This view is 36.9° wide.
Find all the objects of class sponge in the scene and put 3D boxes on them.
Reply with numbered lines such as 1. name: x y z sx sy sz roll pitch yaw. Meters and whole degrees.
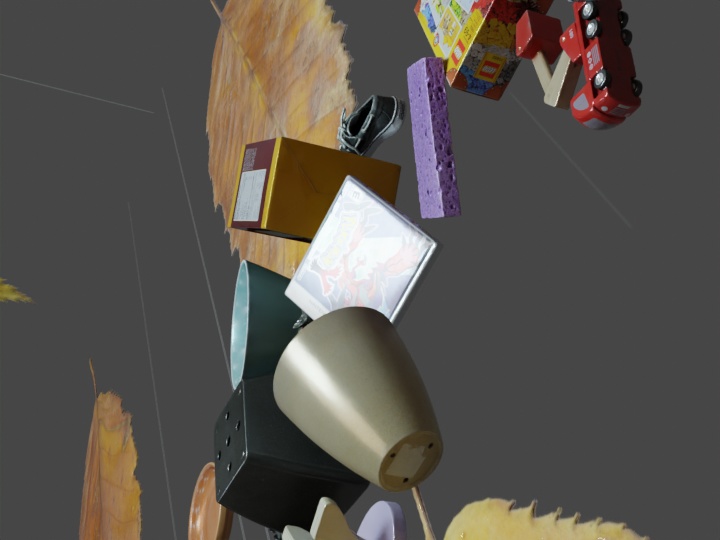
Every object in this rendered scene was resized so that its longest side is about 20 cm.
1. sponge: 0.093 -0.168 1.389 0.112 0.029 0.203 -172 75 -81

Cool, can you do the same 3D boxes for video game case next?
1. video game case: 0.000 0.000 1.487 0.182 0.023 0.201 39 108 30

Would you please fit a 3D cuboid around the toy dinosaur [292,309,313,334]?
1. toy dinosaur: -0.007 0.076 1.560 0.135 0.102 0.202 17 81 39

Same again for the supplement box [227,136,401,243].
1. supplement box: -0.074 -0.111 1.639 0.200 0.195 0.134 -173 93 -67

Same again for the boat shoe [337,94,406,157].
1. boat shoe: -0.001 -0.218 1.683 0.199 0.067 0.074 154 124 -62

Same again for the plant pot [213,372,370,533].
1. plant pot: -0.114 0.262 1.588 0.201 0.176 0.201 123 149 -43

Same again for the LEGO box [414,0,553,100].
1. LEGO box: 0.152 -0.338 1.370 0.201 0.076 0.150 -107 36 -48

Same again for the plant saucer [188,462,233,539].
1. plant saucer: -0.285 0.472 2.069 0.200 0.037 0.203 -168 90 -68

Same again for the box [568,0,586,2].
1. box: 0.281 -0.341 1.045 0.159 0.050 0.200 -57 24 -1

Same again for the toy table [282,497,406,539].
1. toy table: -0.025 0.392 1.396 0.184 0.116 0.202 12 90 67

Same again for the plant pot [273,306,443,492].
1. plant pot: 0.014 0.179 1.359 0.200 0.186 0.189 48 124 46

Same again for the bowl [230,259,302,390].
1. bowl: -0.139 0.089 1.676 0.201 0.104 0.203 -175 90 -77

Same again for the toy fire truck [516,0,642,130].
1. toy fire truck: 0.232 -0.223 1.166 0.141 0.048 0.202 133 141 -52

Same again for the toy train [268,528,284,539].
1. toy train: -0.097 0.415 1.642 0.200 0.045 0.035 -148 56 -65
